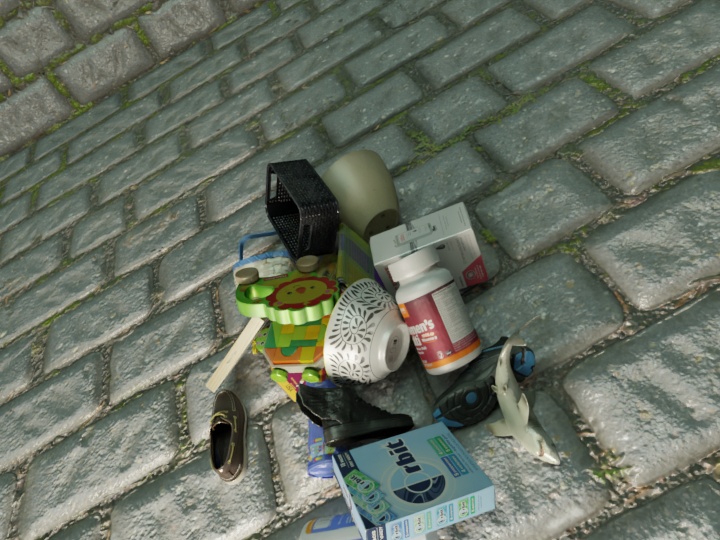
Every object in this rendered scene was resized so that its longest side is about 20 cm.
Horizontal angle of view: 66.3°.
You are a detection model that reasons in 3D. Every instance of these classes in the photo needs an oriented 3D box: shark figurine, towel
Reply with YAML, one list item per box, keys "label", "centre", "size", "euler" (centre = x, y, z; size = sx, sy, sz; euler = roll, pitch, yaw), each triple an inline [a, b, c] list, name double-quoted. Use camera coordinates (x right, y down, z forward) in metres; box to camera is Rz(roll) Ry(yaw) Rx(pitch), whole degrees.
- label: "shark figurine"
  centre: [0.258, 0.187, 0.886]
  size: [0.088, 0.221, 0.127]
  euler: [-11, -1, -34]
- label: "towel"
  centre: [0.000, 0.000, 1.130]
  size: [0.023, 0.143, 0.203]
  euler: [-35, 32, 25]

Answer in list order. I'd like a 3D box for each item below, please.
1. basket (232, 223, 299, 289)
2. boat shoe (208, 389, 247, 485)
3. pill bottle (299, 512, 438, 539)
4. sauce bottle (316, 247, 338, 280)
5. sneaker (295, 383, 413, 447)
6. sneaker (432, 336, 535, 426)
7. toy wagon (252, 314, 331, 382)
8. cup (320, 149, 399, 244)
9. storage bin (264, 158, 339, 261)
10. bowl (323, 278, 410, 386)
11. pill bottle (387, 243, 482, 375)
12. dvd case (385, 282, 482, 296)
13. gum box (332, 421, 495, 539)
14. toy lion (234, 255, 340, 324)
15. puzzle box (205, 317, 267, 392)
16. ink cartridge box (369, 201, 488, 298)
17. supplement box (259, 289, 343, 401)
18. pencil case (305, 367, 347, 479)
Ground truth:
- label: "basket"
  centre: [-0.205, -0.003, 1.254]
  size: [0.172, 0.139, 0.206]
  euler: [-10, 65, 18]
- label: "boat shoe"
  centre: [-0.266, 0.314, 1.083]
  size: [0.070, 0.060, 0.203]
  euler: [-24, 46, 7]
- label: "pill bottle"
  centre: [0.015, 0.416, 0.813]
  size: [0.195, 0.113, 0.114]
  euler: [-16, 47, 15]
- label: "sauce bottle"
  centre: [-0.089, 0.044, 1.217]
  size: [0.063, 0.065, 0.203]
  euler: [11, 60, 34]
- label: "sneaker"
  centre: [-0.009, 0.237, 0.946]
  size: [0.194, 0.061, 0.106]
  euler: [-4, 56, -20]
- label: "sneaker"
  centre: [0.205, 0.191, 0.945]
  size: [0.197, 0.074, 0.082]
  euler: [-34, 21, -2]
- label: "toy wagon"
  centre: [-0.127, 0.131, 1.033]
  size: [0.195, 0.040, 0.158]
  euler: [-5, 52, 23]
- label: "cup"
  centre: [0.011, -0.146, 1.248]
  size: [0.198, 0.201, 0.144]
  euler: [-36, 59, -6]
- label: "storage bin"
  centre: [-0.130, -0.134, 1.193]
  size: [0.092, 0.138, 0.201]
  euler: [-11, 45, -26]
- label: "bowl"
  centre: [0.029, 0.124, 0.987]
  size: [0.092, 0.202, 0.203]
  euler: [13, 59, 34]
- label: "pill bottle"
  centre: [0.126, 0.066, 0.957]
  size: [0.107, 0.110, 0.204]
  euler: [-24, 90, 0]
- label: "dvd case"
  centre: [0.134, 0.031, 1.141]
  size: [0.197, 0.016, 0.150]
  euler: [-33, 45, -1]
- label: "gum box"
  centre: [0.073, 0.313, 0.822]
  size: [0.195, 0.046, 0.170]
  euler: [-12, 20, -15]
- label: "toy lion"
  centre: [-0.136, 0.046, 1.025]
  size: [0.194, 0.070, 0.193]
  euler: [-10, 25, -5]
- label: "puzzle box"
  centre: [-0.235, 0.142, 1.128]
  size: [0.201, 0.025, 0.133]
  euler: [-53, 3, 19]
- label: "ink cartridge box"
  centre: [0.133, -0.023, 1.071]
  size: [0.195, 0.148, 0.084]
  euler: [-20, 43, 12]
- label: "supplement box"
  centre: [-0.085, 0.143, 1.102]
  size: [0.197, 0.104, 0.132]
  euler: [-31, 44, 0]
- label: "pencil case"
  centre: [-0.061, 0.272, 0.998]
  size: [0.076, 0.088, 0.204]
  euler: [-1, 49, -5]
